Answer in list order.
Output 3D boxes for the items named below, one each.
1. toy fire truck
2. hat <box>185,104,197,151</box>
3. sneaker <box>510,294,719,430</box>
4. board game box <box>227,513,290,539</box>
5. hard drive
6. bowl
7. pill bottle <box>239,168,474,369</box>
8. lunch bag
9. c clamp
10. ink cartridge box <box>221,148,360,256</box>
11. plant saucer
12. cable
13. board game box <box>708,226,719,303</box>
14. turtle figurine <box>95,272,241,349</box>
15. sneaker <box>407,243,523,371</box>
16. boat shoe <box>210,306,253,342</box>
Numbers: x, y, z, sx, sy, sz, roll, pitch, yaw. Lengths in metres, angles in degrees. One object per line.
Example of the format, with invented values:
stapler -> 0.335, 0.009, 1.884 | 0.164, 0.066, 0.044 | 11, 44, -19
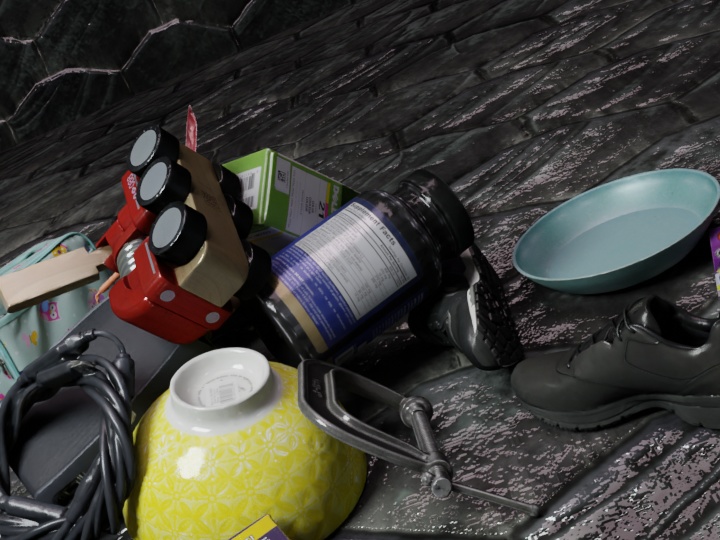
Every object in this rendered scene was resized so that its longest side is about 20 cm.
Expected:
toy fire truck -> -0.199, -0.004, 0.909 | 0.200, 0.128, 0.177 | -45, 42, 17
hat -> -0.223, -0.032, 1.200 | 0.200, 0.176, 0.166 | -40, -5, -32
sneaker -> 0.196, 0.061, 0.772 | 0.199, 0.091, 0.076 | -9, 28, 35
board game box -> -0.102, 0.260, 0.672 | 0.199, 0.057, 0.165 | -31, 21, -16
hard drive -> -0.232, 0.106, 0.936 | 0.200, 0.042, 0.135 | -47, 53, -7
bowl -> -0.100, 0.127, 0.836 | 0.198, 0.108, 0.201 | -7, 30, 4
pill bottle -> 0.000, 0.000, 0.942 | 0.199, 0.112, 0.112 | -36, 25, -16
lunch bag -> -0.371, 0.055, 1.252 | 0.077, 0.161, 0.200 | -8, 26, 34
c clamp -> 0.027, 0.120, 0.802 | 0.200, 0.170, 0.027 | -122, 54, -74
ink cartridge box -> -0.069, -0.037, 1.053 | 0.147, 0.199, 0.076 | -12, 66, 42
plant saucer -> 0.240, -0.031, 0.993 | 0.199, 0.036, 0.200 | -24, 20, 9
cable -> -0.242, 0.149, 0.853 | 0.199, 0.164, 0.051 | -31, -24, 29
board game box -> 0.385, -0.022, 0.853 | 0.199, 0.032, 0.120 | -15, 20, 21
turtle figurine -> -0.156, 0.062, 1.021 | 0.199, 0.162, 0.065 | -14, 24, 22
sneaker -> 0.087, 0.049, 0.958 | 0.087, 0.076, 0.200 | -34, 16, 14
boat shoe -> -0.113, 0.031, 1.172 | 0.200, 0.063, 0.073 | -41, -15, -40
